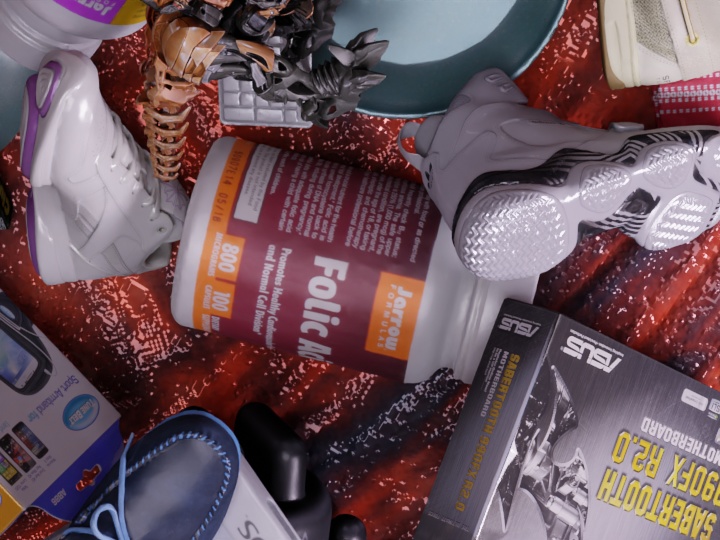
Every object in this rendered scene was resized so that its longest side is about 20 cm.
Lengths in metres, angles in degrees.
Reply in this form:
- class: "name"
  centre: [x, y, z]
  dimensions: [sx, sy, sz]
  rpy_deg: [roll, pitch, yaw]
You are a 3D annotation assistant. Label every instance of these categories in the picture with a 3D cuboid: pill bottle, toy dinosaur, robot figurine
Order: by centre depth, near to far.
- class: "toy dinosaur"
  centre: [-0.068, -0.135, 1.150]
  dimensions: [0.135, 0.103, 0.200]
  rpy_deg: [9, 150, -27]
- class: "pill bottle"
  centre: [-0.134, -0.198, 1.178]
  dimensions: [0.104, 0.104, 0.200]
  rpy_deg: [38, 128, -5]
- class: "pill bottle"
  centre: [0.000, 0.000, 1.239]
  dimensions: [0.199, 0.114, 0.115]
  rpy_deg: [14, 109, 3]
- class: "robot figurine"
  centre: [-0.082, 0.184, 1.302]
  dimensions: [0.149, 0.125, 0.201]
  rpy_deg: [11, 108, 10]

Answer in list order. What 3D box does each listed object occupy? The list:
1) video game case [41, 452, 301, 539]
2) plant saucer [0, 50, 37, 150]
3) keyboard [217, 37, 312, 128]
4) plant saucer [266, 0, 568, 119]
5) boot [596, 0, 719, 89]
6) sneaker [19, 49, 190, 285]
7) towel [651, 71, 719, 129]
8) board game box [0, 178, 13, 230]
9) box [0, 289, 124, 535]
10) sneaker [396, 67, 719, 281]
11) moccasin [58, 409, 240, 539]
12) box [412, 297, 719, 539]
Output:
- class: "video game case"
  centre: [-0.108, 0.215, 1.241]
  dimensions: [0.199, 0.022, 0.183]
  rpy_deg: [-32, 98, 17]
- class: "plant saucer"
  centre: [-0.284, -0.141, 1.271]
  dimensions: [0.200, 0.039, 0.202]
  rpy_deg: [2, 108, 7]
- class: "keyboard"
  centre: [-0.056, -0.179, 1.208]
  dimensions: [0.056, 0.011, 0.201]
  rpy_deg: [1, 107, 7]
- class: "plant saucer"
  centre: [0.024, -0.187, 1.220]
  dimensions: [0.199, 0.036, 0.201]
  rpy_deg: [2, 108, 7]
- class: "boot"
  centre: [0.201, -0.197, 1.152]
  dimensions: [0.154, 0.072, 0.201]
  rpy_deg: [-2, 113, 8]
- class: "sneaker"
  centre: [-0.144, -0.061, 1.230]
  dimensions: [0.099, 0.075, 0.200]
  rpy_deg: [2, 150, -4]
- class: "towel"
  centre: [0.233, -0.141, 1.215]
  dimensions: [0.144, 0.022, 0.201]
  rpy_deg: [-5, 107, 9]
- class: "board game box"
  centre: [-0.316, -0.059, 1.283]
  dimensions: [0.199, 0.024, 0.105]
  rpy_deg: [-3, 139, 8]
- class: "box"
  centre: [-0.227, 0.065, 1.247]
  dimensions: [0.200, 0.119, 0.041]
  rpy_deg: [48, 123, -2]
- class: "sneaker"
  centre: [0.119, -0.065, 1.199]
  dimensions: [0.199, 0.115, 0.075]
  rpy_deg: [-15, 135, -25]
- class: "moccasin"
  centre: [-0.133, 0.167, 1.184]
  dimensions: [0.080, 0.068, 0.200]
  rpy_deg: [35, 108, -2]
- class: "box"
  centre: [0.131, 0.122, 1.211]
  dimensions: [0.200, 0.048, 0.159]
  rpy_deg: [26, 83, -41]
